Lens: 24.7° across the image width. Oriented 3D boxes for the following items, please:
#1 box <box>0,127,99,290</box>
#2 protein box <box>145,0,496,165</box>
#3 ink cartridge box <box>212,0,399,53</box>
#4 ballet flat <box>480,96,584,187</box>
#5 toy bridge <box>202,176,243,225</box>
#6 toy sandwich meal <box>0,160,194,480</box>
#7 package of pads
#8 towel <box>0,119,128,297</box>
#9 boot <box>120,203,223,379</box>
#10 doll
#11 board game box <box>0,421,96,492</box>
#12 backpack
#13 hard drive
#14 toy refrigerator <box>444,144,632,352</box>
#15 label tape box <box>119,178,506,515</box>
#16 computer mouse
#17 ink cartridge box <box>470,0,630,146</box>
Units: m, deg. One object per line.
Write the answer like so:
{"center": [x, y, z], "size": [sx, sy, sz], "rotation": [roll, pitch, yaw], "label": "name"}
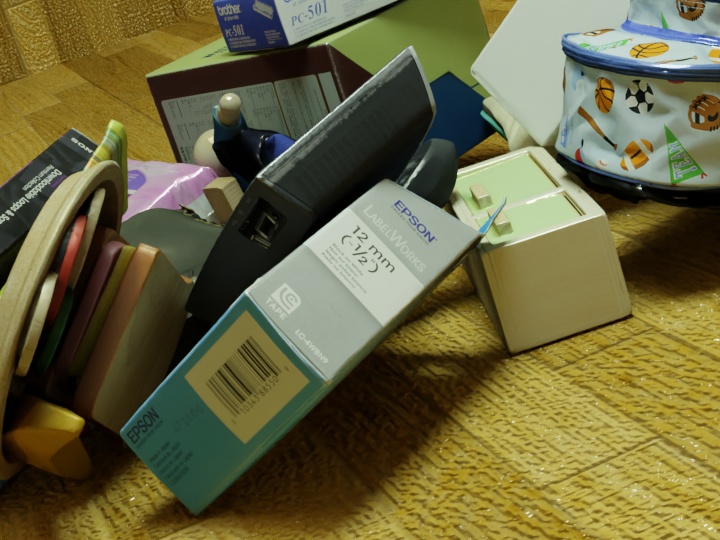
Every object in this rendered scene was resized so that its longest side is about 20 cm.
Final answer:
{"center": [-0.232, 0.008, 0.980], "size": [0.143, 0.036, 0.200], "rotation": [-53, 1, 30], "label": "box"}
{"center": [-0.023, -0.138, 1.331], "size": [0.199, 0.135, 0.198], "rotation": [-4, 22, 40], "label": "protein box"}
{"center": [-0.005, -0.222, 1.260], "size": [0.200, 0.044, 0.094], "rotation": [-28, 18, -29], "label": "ink cartridge box"}
{"center": [0.138, -0.104, 1.232], "size": [0.069, 0.070, 0.200], "rotation": [-18, 23, 2], "label": "ballet flat"}
{"center": [-0.144, 0.010, 1.168], "size": [0.027, 0.067, 0.200], "rotation": [0, 34, 50], "label": "toy bridge"}
{"center": [-0.150, 0.036, 0.920], "size": [0.070, 0.206, 0.205], "rotation": [19, 22, 3], "label": "toy sandwich meal"}
{"center": [-0.181, -0.027, 1.295], "size": [0.120, 0.076, 0.200], "rotation": [-40, 22, -19], "label": "package of pads"}
{"center": [-0.188, 0.006, 0.961], "size": [0.018, 0.086, 0.200], "rotation": [21, 55, 9], "label": "towel"}
{"center": [-0.074, -0.020, 1.095], "size": [0.199, 0.078, 0.138], "rotation": [-23, 41, -18], "label": "boot"}
{"center": [-0.061, -0.075, 1.196], "size": [0.049, 0.137, 0.200], "rotation": [-50, 35, -13], "label": "doll"}
{"center": [-0.254, 0.097, 1.027], "size": [0.199, 0.062, 0.200], "rotation": [-14, 17, 17], "label": "board game box"}
{"center": [0.213, -0.104, 0.967], "size": [0.190, 0.155, 0.200], "rotation": [-11, 12, -20], "label": "backpack"}
{"center": [-0.028, -0.036, 0.927], "size": [0.135, 0.042, 0.200], "rotation": [-43, -4, -26], "label": "hard drive"}
{"center": [0.101, -0.022, 1.010], "size": [0.076, 0.070, 0.200], "rotation": [-18, 17, 1], "label": "toy refrigerator"}
{"center": [-0.020, 0.025, 0.878], "size": [0.143, 0.066, 0.200], "rotation": [-47, -2, 42], "label": "label tape box"}
{"center": [0.000, 0.000, 1.013], "size": [0.200, 0.034, 0.059], "rotation": [-52, 10, -10], "label": "computer mouse"}
{"center": [0.193, -0.167, 1.141], "size": [0.200, 0.084, 0.146], "rotation": [-8, -40, -50], "label": "ink cartridge box"}
